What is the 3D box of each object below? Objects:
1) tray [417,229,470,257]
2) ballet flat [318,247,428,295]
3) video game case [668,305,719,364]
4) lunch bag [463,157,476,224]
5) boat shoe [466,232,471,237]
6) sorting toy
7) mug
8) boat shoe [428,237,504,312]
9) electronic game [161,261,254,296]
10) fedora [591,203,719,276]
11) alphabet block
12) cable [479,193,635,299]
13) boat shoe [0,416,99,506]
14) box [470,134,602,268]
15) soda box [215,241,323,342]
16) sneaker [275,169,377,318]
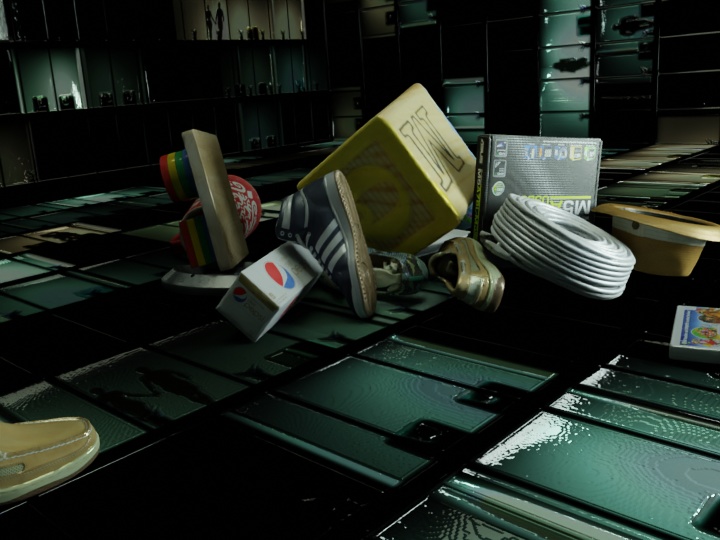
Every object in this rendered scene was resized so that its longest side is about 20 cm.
[{"bbox_3d":[0.105,-0.046,1.315,0.198,0.023,0.106,-16,19,-39],"label":"tray"},{"bbox_3d":[0.000,0.000,1.050,0.197,0.076,0.074,0,14,35],"label":"ballet flat"},{"bbox_3d":[0.436,0.072,0.777,0.196,0.018,0.143,4,17,26],"label":"video game case"},{"bbox_3d":[0.219,-0.181,1.526,0.168,0.130,0.199,22,30,24],"label":"lunch bag"},{"bbox_3d":[0.232,-0.048,1.203,0.072,0.064,0.199,6,17,34],"label":"boat shoe"},{"bbox_3d":[-0.242,-0.104,1.130,0.068,0.203,0.200,-14,7,1],"label":"sorting toy"},{"bbox_3d":[-0.277,-0.076,1.400,0.132,0.179,0.200,31,16,-9],"label":"mug"},{"bbox_3d":[0.127,-0.007,0.989,0.075,0.073,0.200,13,11,-12],"label":"boat shoe"},{"bbox_3d":[-0.201,0.015,1.114,0.195,0.043,0.200,2,8,0],"label":"electronic game"},{"bbox_3d":[0.425,-0.042,1.061,0.196,0.084,0.201,8,13,-2],"label":"fedora"},{"bbox_3d":[0.055,-0.137,1.144,0.194,0.197,0.200,-36,8,32],"label":"alphabet block"},{"bbox_3d":[0.272,-0.036,0.997,0.198,0.070,0.199,29,21,16],"label":"cable"},{"bbox_3d":[-0.307,0.143,0.575,0.197,0.078,0.071,-14,17,-34],"label":"boat shoe"},{"bbox_3d":[0.263,-0.103,1.109,0.196,0.198,0.047,-1,10,-19],"label":"box"},{"bbox_3d":[-0.112,0.020,0.979,0.068,0.064,0.200,40,21,2],"label":"soda box"},{"bbox_3d":[-0.048,-0.023,0.990,0.107,0.204,0.070,-18,-13,15],"label":"sneaker"}]
